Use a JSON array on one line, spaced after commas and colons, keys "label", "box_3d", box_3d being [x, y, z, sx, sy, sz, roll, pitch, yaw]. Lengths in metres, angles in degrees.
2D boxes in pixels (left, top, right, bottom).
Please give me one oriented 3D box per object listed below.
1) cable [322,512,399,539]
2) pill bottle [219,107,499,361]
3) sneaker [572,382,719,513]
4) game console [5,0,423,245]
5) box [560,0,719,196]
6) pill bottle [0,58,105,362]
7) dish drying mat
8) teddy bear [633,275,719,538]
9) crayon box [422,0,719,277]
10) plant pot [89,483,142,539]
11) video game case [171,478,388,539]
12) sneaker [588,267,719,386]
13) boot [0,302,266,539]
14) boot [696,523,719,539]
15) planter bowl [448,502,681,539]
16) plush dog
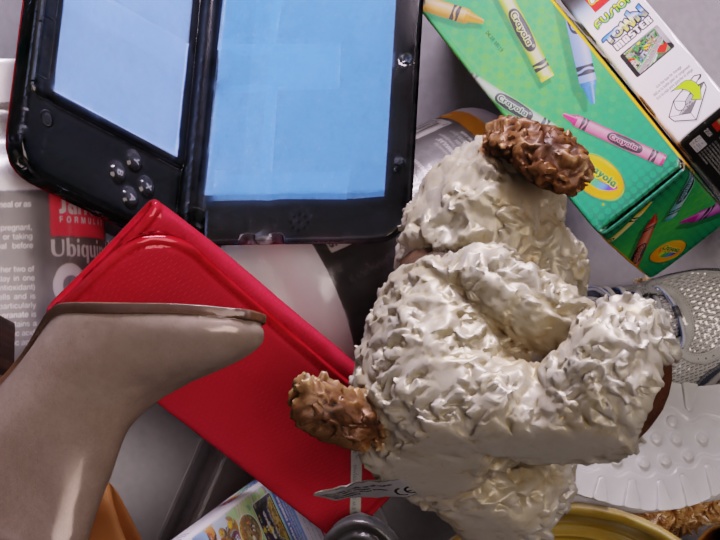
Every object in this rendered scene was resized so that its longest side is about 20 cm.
[{"label": "cable", "box_3d": [0.025, 0.221, 1.164, 0.097, 0.050, 0.200, -31, 85, 18]}, {"label": "pill bottle", "box_3d": [0.000, 0.000, 1.223, 0.200, 0.116, 0.117, -26, 95, -21]}, {"label": "sneaker", "box_3d": [0.164, 0.099, 1.229, 0.199, 0.081, 0.077, -1, 70, -23]}, {"label": "game console", "box_3d": [-0.068, -0.121, 1.146, 0.172, 0.118, 0.201, 27, 57, -43]}, {"label": "box", "box_3d": [0.182, -0.083, 1.249, 0.035, 0.200, 0.110, -39, 62, 9]}, {"label": "pill bottle", "box_3d": [-0.181, -0.001, 1.156, 0.110, 0.111, 0.201, -2, 86, -21]}, {"label": "dish drying mat", "box_3d": [-0.054, 0.053, 1.133, 0.077, 0.018, 0.200, -45, 116, 9]}, {"label": "teddy bear", "box_3d": [0.157, 0.099, 1.302, 0.200, 0.067, 0.145, -42, 98, -20]}, {"label": "crayon box", "box_3d": [0.104, -0.097, 1.226, 0.058, 0.119, 0.200, -39, 69, 9]}, {"label": "plant pot", "box_3d": [-0.144, 0.222, 1.121, 0.140, 0.200, 0.200, -25, 94, -4]}, {"label": "video game case", "box_3d": [-0.028, 0.175, 1.183, 0.200, 0.018, 0.144, -31, 99, -62]}, {"label": "sneaker", "box_3d": [0.130, 0.044, 1.244, 0.200, 0.085, 0.077, -22, 71, -17]}, {"label": "boot", "box_3d": [-0.137, 0.090, 1.041, 0.070, 0.200, 0.147, 27, 63, -58]}, {"label": "boot", "box_3d": [0.244, 0.157, 1.304, 0.144, 0.071, 0.202, 28, 82, -44]}, {"label": "planter bowl", "box_3d": [0.105, 0.214, 1.215, 0.200, 0.083, 0.201, 0, 94, 2]}, {"label": "plush dog", "box_3d": [0.053, 0.018, 1.094, 0.160, 0.200, 0.172, 15, 59, -9]}]
